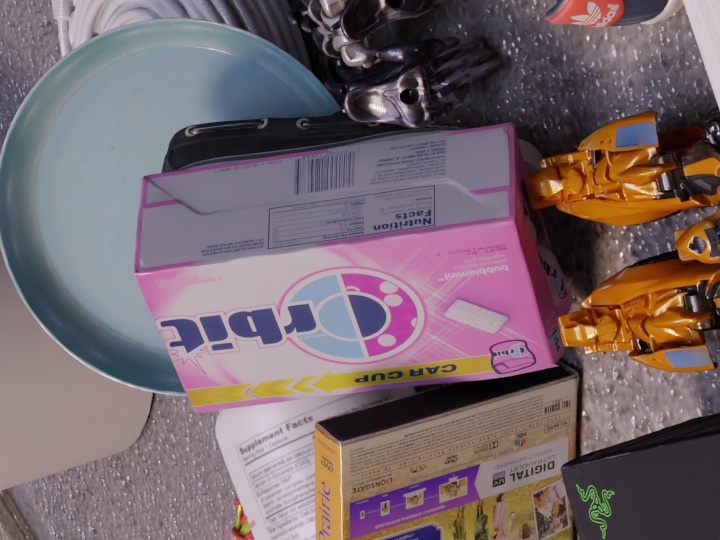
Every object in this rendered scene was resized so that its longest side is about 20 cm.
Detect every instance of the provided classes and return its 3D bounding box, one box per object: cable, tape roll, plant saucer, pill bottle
[{"bbox_3d":[-0.099,-0.099,1.615,0.199,0.069,0.202,22,122,50],"label":"cable"},{"bbox_3d":[-0.242,0.041,1.829,0.202,0.138,0.204,31,129,48],"label":"tape roll"},{"bbox_3d":[-0.092,-0.034,1.470,0.027,0.198,0.202,-68,-30,-76],"label":"plant saucer"},{"bbox_3d":[-0.012,0.110,1.531,0.113,0.113,0.201,-36,73,56],"label":"pill bottle"}]

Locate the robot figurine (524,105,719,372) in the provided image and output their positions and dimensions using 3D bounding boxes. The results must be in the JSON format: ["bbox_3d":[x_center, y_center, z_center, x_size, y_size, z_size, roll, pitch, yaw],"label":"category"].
[{"bbox_3d":[0.159,-0.015,1.264,0.200,0.058,0.146,-8,98,58],"label":"robot figurine"}]

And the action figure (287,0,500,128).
[{"bbox_3d":[0.017,-0.133,1.400,0.200,0.101,0.120,-118,13,-70],"label":"action figure"}]

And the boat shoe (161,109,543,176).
[{"bbox_3d":[-0.006,-0.054,1.412,0.069,0.198,0.057,80,-173,-52],"label":"boat shoe"}]

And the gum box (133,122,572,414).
[{"bbox_3d":[0.000,0.000,1.377,0.114,0.198,0.066,70,-164,-48],"label":"gum box"}]

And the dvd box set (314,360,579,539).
[{"bbox_3d":[0.044,0.154,1.434,0.029,0.145,0.201,33,131,51],"label":"dvd box set"}]

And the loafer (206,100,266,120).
[{"bbox_3d":[-0.094,-0.015,1.524,0.075,0.068,0.201,32,123,10],"label":"loafer"}]

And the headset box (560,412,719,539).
[{"bbox_3d":[0.193,0.147,1.253,0.200,0.092,0.175,-18,88,58],"label":"headset box"}]

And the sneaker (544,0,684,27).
[{"bbox_3d":[0.078,-0.199,1.284,0.201,0.084,0.075,62,146,18],"label":"sneaker"}]

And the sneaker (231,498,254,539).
[{"bbox_3d":[-0.051,0.175,1.639,0.078,0.090,0.202,-15,87,60],"label":"sneaker"}]

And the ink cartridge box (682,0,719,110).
[{"bbox_3d":[0.151,-0.168,1.124,0.200,0.050,0.163,89,166,-68],"label":"ink cartridge box"}]
